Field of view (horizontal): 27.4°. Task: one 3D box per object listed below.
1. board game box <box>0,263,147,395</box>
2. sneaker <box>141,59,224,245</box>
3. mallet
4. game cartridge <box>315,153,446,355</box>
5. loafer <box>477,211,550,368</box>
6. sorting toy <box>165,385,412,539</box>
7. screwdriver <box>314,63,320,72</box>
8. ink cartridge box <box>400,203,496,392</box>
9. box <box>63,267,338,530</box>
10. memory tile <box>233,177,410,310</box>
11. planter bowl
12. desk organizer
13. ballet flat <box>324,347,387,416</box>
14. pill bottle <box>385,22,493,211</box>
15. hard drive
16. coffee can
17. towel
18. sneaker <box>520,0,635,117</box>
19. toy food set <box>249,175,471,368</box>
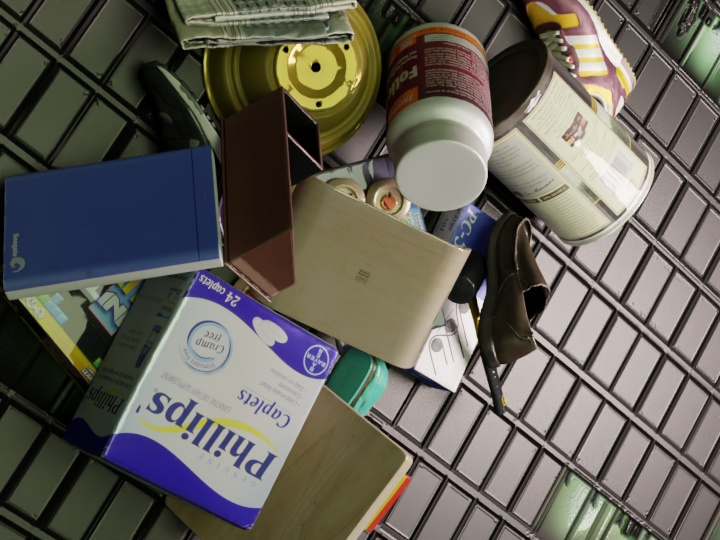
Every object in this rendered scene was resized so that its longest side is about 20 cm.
[{"bbox_3d":[-0.238,0.030,1.456,0.165,0.057,0.200,-44,113,-20],"label":"board game box"},{"bbox_3d":[-0.178,-0.115,1.502,0.087,0.076,0.200,-35,99,-3],"label":"sneaker"},{"bbox_3d":[0.133,0.079,1.654,0.066,0.041,0.201,-48,128,-61],"label":"mallet"},{"bbox_3d":[0.013,-0.020,1.610,0.129,0.038,0.201,-16,96,-4],"label":"game cartridge"},{"bbox_3d":[0.177,0.022,1.630,0.073,0.071,0.201,64,29,-50],"label":"loafer"},{"bbox_3d":[-0.066,0.221,1.512,0.200,0.199,0.070,-53,148,0],"label":"sorting toy"},{"bbox_3d":[-0.060,-0.296,1.585,0.029,0.028,0.201,-54,128,-63],"label":"screwdriver"},{"bbox_3d":[0.103,0.029,1.690,0.094,0.044,0.201,31,77,-30],"label":"ink cartridge box"},{"bbox_3d":[-0.151,0.120,1.423,0.184,0.105,0.200,33,78,-30],"label":"box"},{"bbox_3d":[-0.042,-0.024,1.577,0.199,0.017,0.154,-1,94,-8],"label":"memory tile"},{"bbox_3d":[-0.058,-0.212,1.539,0.200,0.083,0.201,-3,99,-19],"label":"planter bowl"},{"bbox_3d":[-0.083,-0.077,1.427,0.072,0.077,0.200,43,29,-41],"label":"desk organizer"},{"bbox_3d":[-0.035,0.172,1.598,0.200,0.067,0.070,-52,146,0],"label":"ballet flat"},{"bbox_3d":[0.083,-0.164,1.575,0.114,0.114,0.200,34,35,-27],"label":"pill bottle"},{"bbox_3d":[-0.233,-0.047,1.381,0.199,0.025,0.132,-9,56,1],"label":"hard drive"},{"bbox_3d":[0.219,-0.144,1.692,0.200,0.146,0.147,41,72,-26],"label":"coffee can"},{"bbox_3d":[-0.112,-0.306,1.485,0.192,0.035,0.200,-6,60,-24],"label":"towel"},{"bbox_3d":[0.247,-0.254,1.745,0.200,0.075,0.090,45,66,-23],"label":"sneaker"},{"bbox_3d":[0.000,0.000,1.555,0.200,0.060,0.144,25,101,-9],"label":"toy food set"}]
